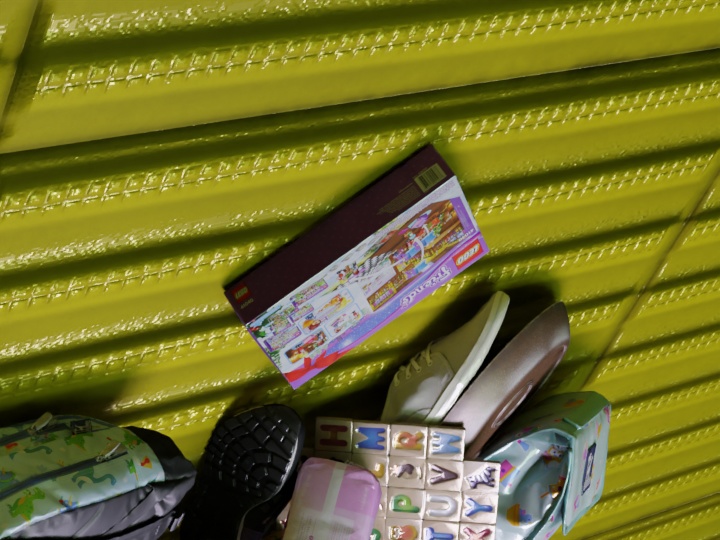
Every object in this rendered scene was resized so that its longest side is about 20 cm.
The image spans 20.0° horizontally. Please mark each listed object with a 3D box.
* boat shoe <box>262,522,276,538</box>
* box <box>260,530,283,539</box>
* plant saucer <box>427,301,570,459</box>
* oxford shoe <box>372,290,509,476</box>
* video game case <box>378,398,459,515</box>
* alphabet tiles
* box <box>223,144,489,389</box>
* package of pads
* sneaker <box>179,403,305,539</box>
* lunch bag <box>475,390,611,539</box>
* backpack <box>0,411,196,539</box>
[{"bbox_3d":[-0.070,0.261,1.898,0.199,0.072,0.068,-36,155,-24],"label":"boat shoe"},{"bbox_3d":[-0.137,0.326,1.835,0.199,0.118,0.048,-23,-171,7],"label":"box"},{"bbox_3d":[0.129,0.113,1.862,0.200,0.032,0.200,-45,166,-14],"label":"plant saucer"},{"bbox_3d":[0.064,0.095,1.804,0.201,0.058,0.075,-54,178,20],"label":"oxford shoe"},{"bbox_3d":[0.042,0.223,1.948,0.143,0.018,0.201,-51,162,-34],"label":"video game case"},{"bbox_3d":[0.023,0.206,1.822,0.198,0.006,0.168,4,120,2],"label":"alphabet tiles"},{"bbox_3d":[0.000,0.000,1.613,0.199,0.039,0.137,-35,151,-2],"label":"box"},{"bbox_3d":[-0.038,0.261,1.731,0.121,0.075,0.202,73,32,-79],"label":"package of pads"},{"bbox_3d":[-0.087,0.173,1.761,0.087,0.076,0.201,-28,157,-45],"label":"sneaker"},{"bbox_3d":[0.160,0.206,1.971,0.200,0.122,0.170,-47,171,20],"label":"lunch bag"},{"bbox_3d":[-0.247,0.187,1.536,0.163,0.154,0.200,-49,170,32],"label":"backpack"}]
